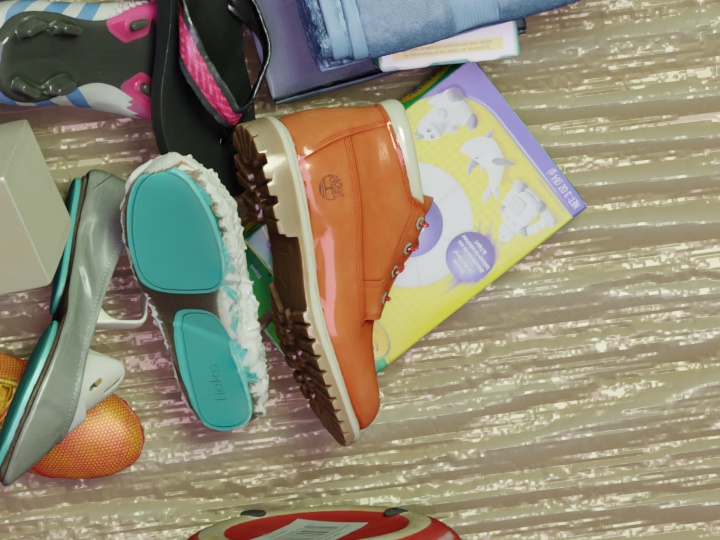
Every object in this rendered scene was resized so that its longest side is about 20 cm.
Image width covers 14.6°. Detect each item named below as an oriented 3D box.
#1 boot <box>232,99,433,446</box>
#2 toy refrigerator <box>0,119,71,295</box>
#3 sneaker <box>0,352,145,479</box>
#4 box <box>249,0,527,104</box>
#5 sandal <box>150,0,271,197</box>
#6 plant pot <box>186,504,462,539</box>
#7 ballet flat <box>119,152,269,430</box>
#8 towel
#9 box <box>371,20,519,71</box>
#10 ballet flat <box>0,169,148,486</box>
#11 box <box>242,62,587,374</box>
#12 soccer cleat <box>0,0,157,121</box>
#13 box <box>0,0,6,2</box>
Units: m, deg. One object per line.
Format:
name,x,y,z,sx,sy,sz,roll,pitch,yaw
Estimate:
boot,0.000,0.000,1.609,0.107,0.075,0.201,-17,110,-19
toy refrigerator,-0.273,-0.022,1.602,0.199,0.070,0.076,-12,122,16
sneaker,-0.224,0.078,1.650,0.199,0.077,0.073,19,96,-8
box,-0.004,-0.213,1.627,0.157,0.051,0.201,-15,100,0
sandal,-0.081,-0.130,1.583,0.045,0.075,0.201,15,120,36
plant pot,-0.017,0.237,1.628,0.199,0.200,0.183,-3,96,-3
ballet flat,-0.092,0.003,1.623,0.071,0.072,0.201,-11,127,-1
towel,0.057,-0.187,1.536,0.199,0.049,0.112,-15,102,-3
box,0.038,-0.217,1.578,0.082,0.049,0.201,-6,100,-6
ballet flat,-0.158,0.036,1.617,0.063,0.067,0.201,18,66,-12
box,0.020,-0.023,1.663,0.200,0.048,0.117,-39,99,5
soccer cleat,-0.159,-0.126,1.596,0.086,0.200,0.070,16,99,38
box,-0.265,-0.184,1.617,0.158,0.050,0.200,42,95,-10
